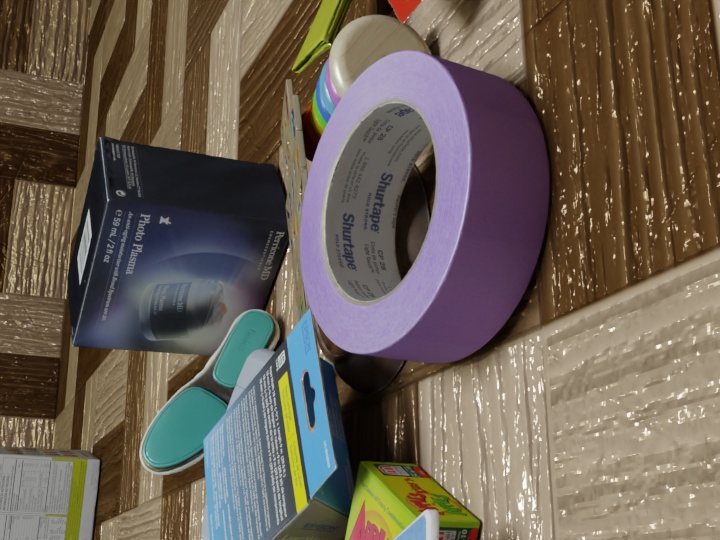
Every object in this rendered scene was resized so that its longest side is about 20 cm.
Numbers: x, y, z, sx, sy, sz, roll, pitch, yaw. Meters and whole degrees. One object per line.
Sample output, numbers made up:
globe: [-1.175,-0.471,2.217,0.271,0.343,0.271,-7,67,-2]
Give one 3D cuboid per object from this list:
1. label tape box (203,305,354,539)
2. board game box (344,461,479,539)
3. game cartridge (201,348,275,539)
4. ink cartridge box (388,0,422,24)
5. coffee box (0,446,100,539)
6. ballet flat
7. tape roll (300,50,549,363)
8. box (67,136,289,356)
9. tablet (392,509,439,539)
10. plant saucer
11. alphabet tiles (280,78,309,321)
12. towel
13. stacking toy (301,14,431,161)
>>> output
label tape box: [-0.052,0.147,0.803,0.200,0.063,0.145,-50,38,38]
board game box: [0.019,0.244,0.697,0.102,0.047,0.201,-151,70,-67]
game cartridge: [-0.092,0.177,0.952,0.133,0.040,0.201,8,83,61]
ink cartridge box: [0.041,-0.297,0.754,0.163,0.057,0.200,-48,31,23]
coffee box: [-0.636,0.459,2.024,0.200,0.197,0.201,168,108,-67]
ballet flat: [-0.146,0.130,1.041,0.200,0.069,0.069,-55,13,-23]
tape roll: [0.035,-0.041,0.685,0.200,0.065,0.201,-22,63,55]
box: [-0.200,-0.019,1.114,0.123,0.198,0.201,-113,36,-47]
tablet: [0.018,0.250,0.579,0.130,0.014,0.201,122,156,-50]
plant saucer: [0.000,0.000,0.845,0.200,0.032,0.201,-172,90,-69]
alphabet tiles: [-0.056,-0.058,0.916,0.167,0.008,0.201,111,154,-70]
towel: [-0.003,-0.263,0.872,0.201,0.018,0.086,-68,15,-14]
stacking toy: [-0.011,-0.134,0.860,0.200,0.085,0.086,147,127,-68]
